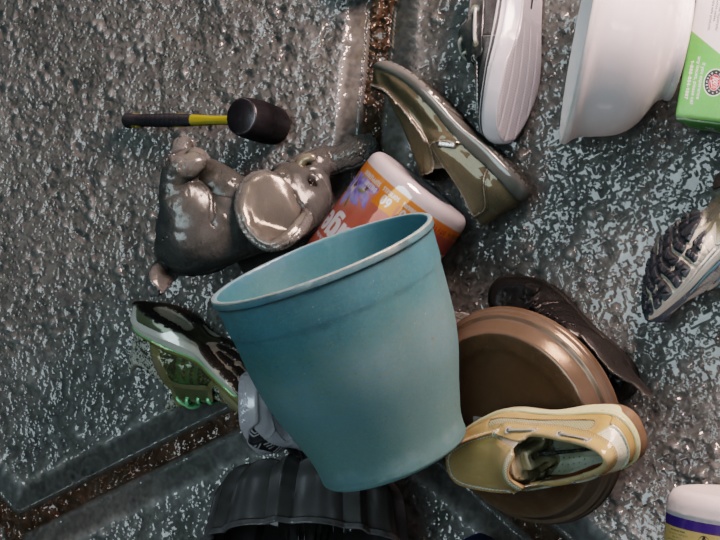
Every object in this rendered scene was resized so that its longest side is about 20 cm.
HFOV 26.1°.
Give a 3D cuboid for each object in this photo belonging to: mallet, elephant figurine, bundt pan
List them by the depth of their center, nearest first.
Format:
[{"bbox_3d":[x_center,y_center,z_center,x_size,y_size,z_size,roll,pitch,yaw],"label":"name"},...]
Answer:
[{"bbox_3d":[-0.048,0.227,1.435,0.200,0.202,0.077,-11,60,25],"label":"bundt pan"},{"bbox_3d":[-0.090,-0.055,1.482,0.197,0.142,0.157,9,108,1],"label":"elephant figurine"},{"bbox_3d":[-0.159,-0.152,1.597,0.198,0.065,0.042,4,87,41],"label":"mallet"}]

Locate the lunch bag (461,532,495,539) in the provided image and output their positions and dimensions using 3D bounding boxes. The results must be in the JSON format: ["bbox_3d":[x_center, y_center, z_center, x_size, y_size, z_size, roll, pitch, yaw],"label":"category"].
[{"bbox_3d":[0.106,0.341,1.374,0.131,0.135,0.202,21,97,26],"label":"lunch bag"}]

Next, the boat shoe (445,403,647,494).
[{"bbox_3d":[0.137,0.153,1.285,0.199,0.076,0.072,-21,95,44],"label":"boat shoe"}]

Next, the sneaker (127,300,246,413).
[{"bbox_3d":[-0.162,0.110,1.566,0.199,0.077,0.089,35,114,29],"label":"sneaker"}]

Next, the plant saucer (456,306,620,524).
[{"bbox_3d":[0.136,0.131,1.349,0.198,0.029,0.203,17,118,35],"label":"plant saucer"}]

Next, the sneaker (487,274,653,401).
[{"bbox_3d":[0.180,0.066,1.374,0.199,0.104,0.060,39,103,23],"label":"sneaker"}]

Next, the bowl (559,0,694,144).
[{"bbox_3d":[0.233,-0.202,1.337,0.089,0.201,0.204,11,91,3],"label":"bowl"}]

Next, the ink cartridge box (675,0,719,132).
[{"bbox_3d":[0.380,-0.180,1.304,0.198,0.084,0.148,12,91,26],"label":"ink cartridge box"}]

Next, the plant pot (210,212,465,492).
[{"bbox_3d":[-0.003,0.076,1.315,0.198,0.200,0.190,-16,100,24],"label":"plant pot"}]

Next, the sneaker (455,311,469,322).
[{"bbox_3d":[0.104,0.110,1.427,0.199,0.077,0.100,38,117,30],"label":"sneaker"}]

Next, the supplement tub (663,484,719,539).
[{"bbox_3d":[0.316,0.284,1.271,0.144,0.145,0.203,3,88,26],"label":"supplement tub"}]

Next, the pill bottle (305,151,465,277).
[{"bbox_3d":[0.000,0.000,1.455,0.112,0.112,0.201,39,99,22],"label":"pill bottle"}]

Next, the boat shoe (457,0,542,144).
[{"bbox_3d":[0.126,-0.214,1.446,0.070,0.072,0.203,1,76,32],"label":"boat shoe"}]

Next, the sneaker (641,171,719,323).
[{"bbox_3d":[0.318,-0.018,1.328,0.086,0.078,0.201,27,124,-16],"label":"sneaker"}]

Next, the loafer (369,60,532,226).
[{"bbox_3d":[0.072,-0.119,1.455,0.070,0.075,0.200,-48,69,11],"label":"loafer"}]

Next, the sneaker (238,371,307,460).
[{"bbox_3d":[-0.032,0.133,1.427,0.114,0.200,0.076,-12,64,19],"label":"sneaker"}]
